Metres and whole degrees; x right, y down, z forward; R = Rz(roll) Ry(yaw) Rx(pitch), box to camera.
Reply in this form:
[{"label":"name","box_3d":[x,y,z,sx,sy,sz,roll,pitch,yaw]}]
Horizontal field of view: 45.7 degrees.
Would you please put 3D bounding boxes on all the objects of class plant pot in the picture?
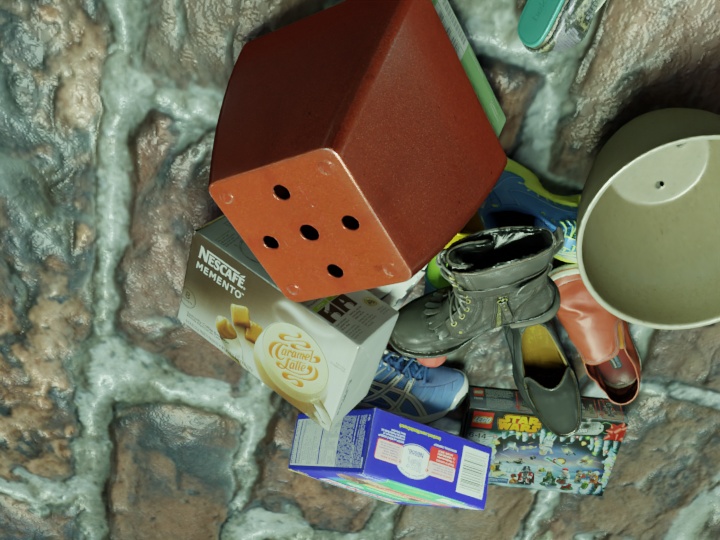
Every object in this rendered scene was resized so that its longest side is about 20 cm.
[{"label":"plant pot","box_3d":[-0.013,-0.090,0.731,0.197,0.178,0.201,-11,128,34]}]

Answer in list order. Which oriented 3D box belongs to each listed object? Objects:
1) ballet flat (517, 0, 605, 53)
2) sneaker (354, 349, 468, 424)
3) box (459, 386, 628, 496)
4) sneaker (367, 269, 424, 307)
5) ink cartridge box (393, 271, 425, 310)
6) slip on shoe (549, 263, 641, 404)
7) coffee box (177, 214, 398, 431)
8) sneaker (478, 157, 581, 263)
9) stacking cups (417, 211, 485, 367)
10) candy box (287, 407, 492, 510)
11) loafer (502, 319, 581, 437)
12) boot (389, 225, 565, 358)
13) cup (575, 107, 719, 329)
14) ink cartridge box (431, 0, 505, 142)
[{"label":"ballet flat","box_3d":[0.197,-0.274,0.709,0.070,0.073,0.203,16,126,-8]},{"label":"sneaker","box_3d":[0.030,0.128,1.003,0.195,0.077,0.078,1,132,2]},{"label":"box","box_3d":[0.223,0.217,1.079,0.195,0.040,0.139,5,126,1]},{"label":"sneaker","box_3d":[0.000,0.000,0.855,0.080,0.077,0.200,38,119,-12]},{"label":"ink cartridge box","box_3d":[-0.039,-0.017,0.918,0.197,0.051,0.110,25,124,-16]},{"label":"slip on shoe","box_3d":[0.266,0.072,0.955,0.073,0.062,0.202,-21,121,21]},{"label":"coffee box","box_3d":[-0.074,0.043,0.830,0.198,0.079,0.116,34,127,17]},{"label":"sneaker","box_3d":[0.188,-0.035,0.852,0.196,0.106,0.076,23,126,-12]},{"label":"stacking cups","box_3d":[0.088,0.024,0.932,0.059,0.061,0.203,9,128,-3]},{"label":"candy box","box_3d":[0.029,0.222,1.005,0.166,0.079,0.199,22,160,-24]},{"label":"loafer","box_3d":[0.206,0.116,0.964,0.072,0.073,0.202,-24,114,10]},{"label":"boot","box_3d":[0.098,0.014,0.797,0.196,0.071,0.174,-18,157,13]},{"label":"cup","box_3d":[0.291,-0.069,0.795,0.195,0.145,0.204,2,127,3]},{"label":"ink cartridge box","box_3d":[0.019,-0.162,0.809,0.197,0.048,0.147,-11,127,37]}]
